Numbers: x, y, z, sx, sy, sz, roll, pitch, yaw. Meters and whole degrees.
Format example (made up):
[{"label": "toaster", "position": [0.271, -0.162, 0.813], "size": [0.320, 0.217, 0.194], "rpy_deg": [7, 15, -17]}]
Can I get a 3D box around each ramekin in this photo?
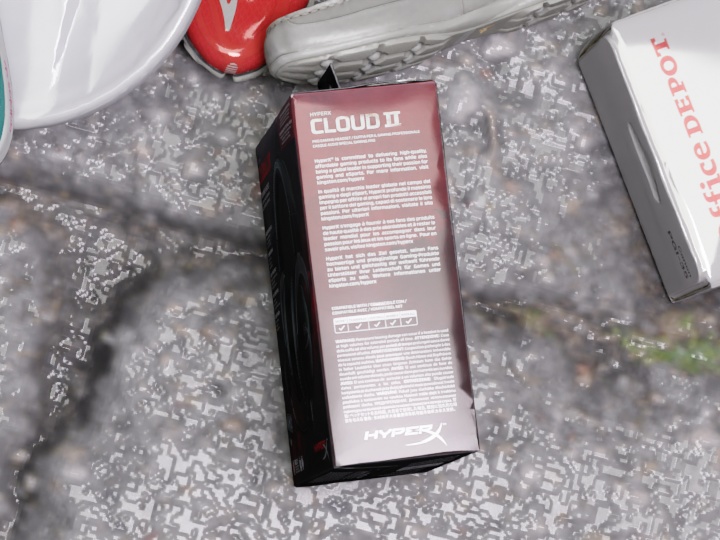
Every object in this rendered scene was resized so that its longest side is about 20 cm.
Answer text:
[{"label": "ramekin", "position": [-0.167, -0.166, 1.485], "size": [0.202, 0.094, 0.203], "rpy_deg": [0, 88, 4]}]

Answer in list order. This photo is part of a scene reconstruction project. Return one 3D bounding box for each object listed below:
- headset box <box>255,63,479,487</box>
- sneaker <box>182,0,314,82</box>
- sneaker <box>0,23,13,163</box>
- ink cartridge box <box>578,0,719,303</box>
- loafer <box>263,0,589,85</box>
[{"label": "headset box", "position": [0.000, 0.000, 1.475], "size": [0.077, 0.149, 0.201], "rpy_deg": [-7, 84, -10]}, {"label": "sneaker", "position": [-0.038, -0.194, 1.528], "size": [0.077, 0.085, 0.200], "rpy_deg": [24, 80, -4]}, {"label": "sneaker", "position": [-0.215, -0.140, 1.379], "size": [0.083, 0.121, 0.201], "rpy_deg": [-15, 87, 3]}, {"label": "ink cartridge box", "position": [0.231, -0.086, 1.552], "size": [0.199, 0.083, 0.147], "rpy_deg": [-20, 86, -11]}, {"label": "loafer", "position": [0.036, -0.147, 1.537], "size": [0.200, 0.070, 0.070], "rpy_deg": [-19, 83, -25]}]
